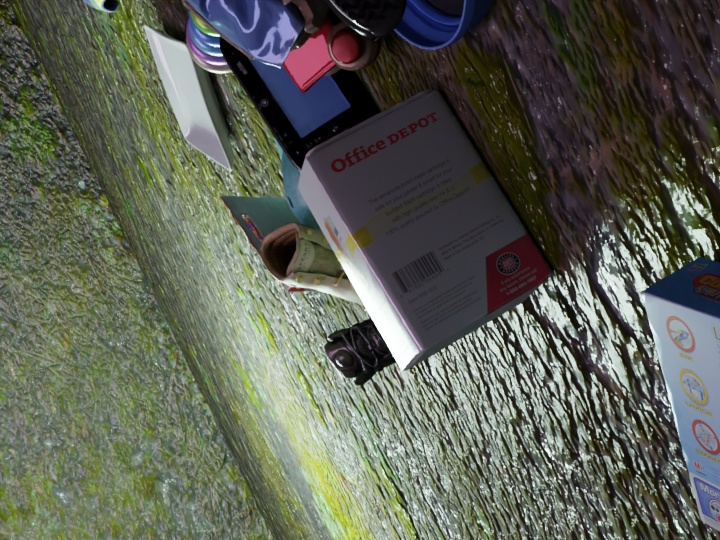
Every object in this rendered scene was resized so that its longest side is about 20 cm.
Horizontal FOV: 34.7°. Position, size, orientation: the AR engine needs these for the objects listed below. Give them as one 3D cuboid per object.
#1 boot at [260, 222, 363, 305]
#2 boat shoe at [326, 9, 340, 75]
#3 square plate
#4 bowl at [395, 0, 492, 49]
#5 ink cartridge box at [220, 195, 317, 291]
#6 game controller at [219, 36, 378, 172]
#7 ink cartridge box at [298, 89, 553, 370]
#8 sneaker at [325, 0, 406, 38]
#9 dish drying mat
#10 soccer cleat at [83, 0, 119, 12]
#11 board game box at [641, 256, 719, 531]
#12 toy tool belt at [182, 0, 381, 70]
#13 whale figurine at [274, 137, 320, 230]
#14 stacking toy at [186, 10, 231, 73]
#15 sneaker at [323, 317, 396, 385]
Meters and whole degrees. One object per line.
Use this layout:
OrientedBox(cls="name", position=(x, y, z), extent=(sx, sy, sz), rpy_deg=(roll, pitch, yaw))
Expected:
OrientedBox(cls="boot", position=(0.000, 0.000, 1.192), extent=(0.199, 0.154, 0.074), rpy_deg=(17, 91, 54))
OrientedBox(cls="boat shoe", position=(-0.083, -0.284, 1.170), extent=(0.201, 0.074, 0.062), rpy_deg=(55, 162, 19))
OrientedBox(cls="square plate", position=(-0.254, -0.266, 1.735), extent=(0.198, 0.028, 0.202), rpy_deg=(36, 148, 56))
OrientedBox(cls="bowl", position=(0.040, -0.275, 0.902), extent=(0.201, 0.039, 0.202), rpy_deg=(53, 159, 29))
OrientedBox(cls="ink cartridge box", position=(-0.078, -0.030, 1.340), extent=(0.051, 0.199, 0.109), rpy_deg=(-51, 61, 27))
OrientedBox(cls="game controller", position=(-0.063, -0.192, 1.196), extent=(0.201, 0.103, 0.042), rpy_deg=(56, 166, 16))
OrientedBox(cls="ink cartridge box", position=(0.054, -0.037, 1.031), extent=(0.202, 0.144, 0.084), rpy_deg=(60, 163, 10))
OrientedBox(cls="sneaker", position=(-0.020, -0.260, 0.941), extent=(0.201, 0.069, 0.090), rpy_deg=(57, 176, 19))
OrientedBox(cls="dish drying mat", position=(-0.087, -0.275, 1.112), extent=(0.076, 0.018, 0.201), rpy_deg=(-32, 94, 41))
OrientedBox(cls="soccer cleat", position=(-0.410, -0.487, 1.833), extent=(0.083, 0.065, 0.201), rpy_deg=(30, 153, 1))
OrientedBox(cls="board game box", position=(0.285, 0.108, 0.741), extent=(0.199, 0.055, 0.198), rpy_deg=(27, 140, 61))
OrientedBox(cls="toy tool belt", position=(-0.083, -0.238, 1.037), extent=(0.199, 0.123, 0.126), rpy_deg=(36, 119, 6))
OrientedBox(cls="whale figurine", position=(-0.053, -0.110, 1.280), extent=(0.200, 0.103, 0.161), rpy_deg=(37, 149, 49))
OrientedBox(cls="stacking toy", position=(-0.163, -0.296, 1.304), extent=(0.086, 0.085, 0.200), rpy_deg=(60, 172, 7))
OrientedBox(cls="sneaker", position=(0.028, 0.079, 1.318), extent=(0.077, 0.113, 0.199), rpy_deg=(59, 160, 2))
